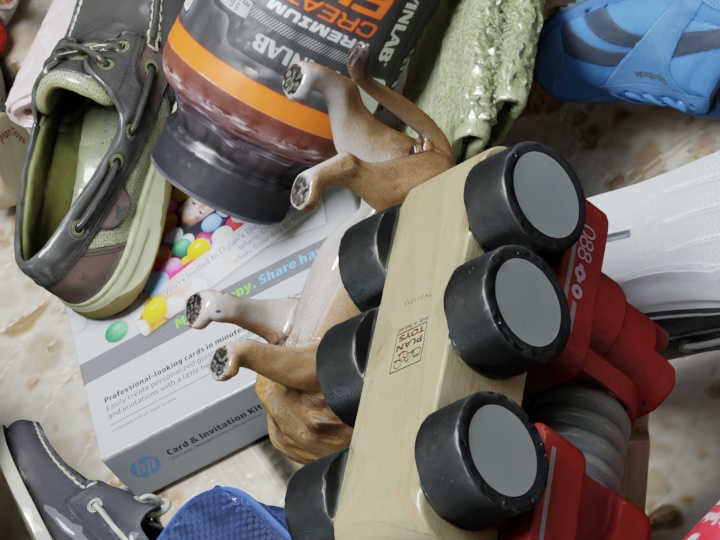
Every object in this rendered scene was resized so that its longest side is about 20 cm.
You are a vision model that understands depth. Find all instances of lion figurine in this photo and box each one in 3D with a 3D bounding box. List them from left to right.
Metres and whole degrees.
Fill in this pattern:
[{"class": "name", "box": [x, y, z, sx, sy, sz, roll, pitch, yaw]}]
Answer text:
[{"class": "lion figurine", "box": [0.000, 0.000, 1.284, 0.200, 0.122, 0.072, -61, 37, 21]}]

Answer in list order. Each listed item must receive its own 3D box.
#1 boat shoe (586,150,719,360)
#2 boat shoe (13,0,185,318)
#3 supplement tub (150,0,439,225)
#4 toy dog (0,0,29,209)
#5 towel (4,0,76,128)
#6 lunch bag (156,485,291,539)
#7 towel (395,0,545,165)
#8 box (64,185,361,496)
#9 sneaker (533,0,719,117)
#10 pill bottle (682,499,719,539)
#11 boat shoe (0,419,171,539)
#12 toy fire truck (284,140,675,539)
[{"class": "boat shoe", "box": [0.150, -0.004, 1.216, 0.200, 0.071, 0.072, -9, 57, 27]}, {"class": "boat shoe", "box": [-0.124, -0.080, 1.422, 0.072, 0.066, 0.201, -4, 68, 34]}, {"class": "supplement tub", "box": [-0.023, -0.122, 1.361, 0.107, 0.107, 0.200, 42, 111, 43]}, {"class": "toy dog", "box": [-0.226, -0.115, 1.569, 0.132, 0.096, 0.200, -28, 47, 9]}, {"class": "towel", "box": [-0.076, -0.161, 1.534, 0.191, 0.032, 0.200, -10, 40, 29]}, {"class": "lunch bag", "box": [-0.034, 0.202, 1.177, 0.200, 0.132, 0.136, -56, 42, 6]}, {"class": "towel", "box": [0.051, -0.107, 1.378, 0.036, 0.148, 0.200, 19, 55, -9]}, {"class": "box", "box": [-0.068, -0.006, 1.432, 0.156, 0.041, 0.200, -27, 46, 10]}, {"class": "sneaker", "box": [0.143, -0.094, 1.318, 0.200, 0.066, 0.079, -22, 78, 56]}, {"class": "pill bottle", "box": [0.141, 0.165, 1.129, 0.200, 0.112, 0.112, -46, 47, -8]}, {"class": "boat shoe", "box": [-0.106, 0.133, 1.336, 0.063, 0.073, 0.200, -29, 49, -9]}, {"class": "toy fire truck", "box": [0.073, 0.076, 1.150, 0.129, 0.200, 0.176, -27, 40, 42]}]
